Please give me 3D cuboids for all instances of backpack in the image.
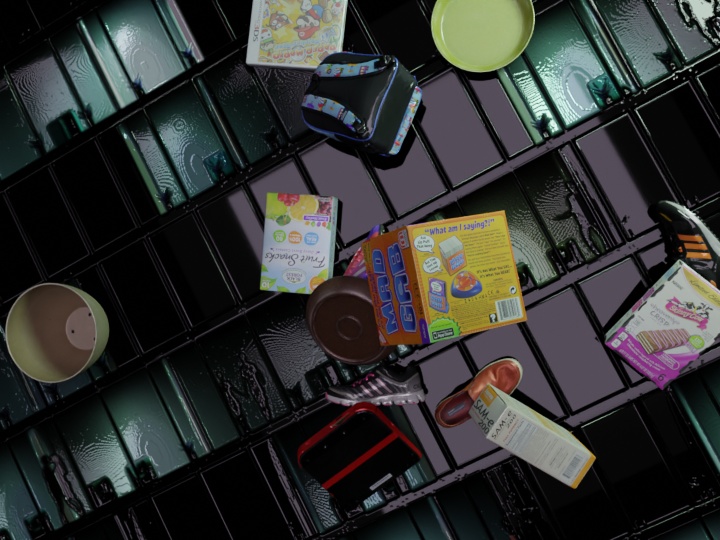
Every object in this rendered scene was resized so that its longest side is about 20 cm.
[{"bbox_3d":[-0.008,-0.329,1.345,0.200,0.135,0.183,20,90,35],"label":"backpack"}]

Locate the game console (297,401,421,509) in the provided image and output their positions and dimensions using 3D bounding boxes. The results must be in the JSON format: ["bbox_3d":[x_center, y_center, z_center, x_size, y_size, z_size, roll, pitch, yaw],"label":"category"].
[{"bbox_3d":[-0.007,0.366,1.361,0.200,0.031,0.177,-39,108,14],"label":"game console"}]

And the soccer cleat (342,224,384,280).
[{"bbox_3d":[0.000,0.000,1.377,0.073,0.068,0.200,15,95,5],"label":"soccer cleat"}]

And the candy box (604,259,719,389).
[{"bbox_3d":[0.569,0.100,1.261,0.136,0.061,0.200,40,111,8],"label":"candy box"}]

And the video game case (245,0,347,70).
[{"bbox_3d":[-0.131,-0.510,1.427,0.200,0.023,0.182,7,91,9],"label":"video game case"}]

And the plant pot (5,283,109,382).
[{"bbox_3d":[-0.609,0.126,1.441,0.200,0.134,0.201,0,89,10],"label":"plant pot"}]

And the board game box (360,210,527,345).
[{"bbox_3d":[0.145,0.018,1.249,0.200,0.200,0.200,-10,87,-23],"label":"board game box"}]

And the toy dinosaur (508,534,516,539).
[{"bbox_3d":[0.238,0.642,1.347,0.181,0.105,0.200,-16,49,21],"label":"toy dinosaur"}]

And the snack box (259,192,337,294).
[{"bbox_3d":[-0.125,-0.055,1.405,0.142,0.053,0.200,5,90,10],"label":"snack box"}]

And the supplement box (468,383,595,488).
[{"bbox_3d":[0.312,0.303,1.267,0.200,0.126,0.074,31,95,-9],"label":"supplement box"}]

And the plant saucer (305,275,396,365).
[{"bbox_3d":[-0.019,0.108,1.355,0.200,0.034,0.200,7,116,15],"label":"plant saucer"}]

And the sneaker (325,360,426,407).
[{"bbox_3d":[0.029,0.223,1.369,0.200,0.074,0.088,-4,86,6],"label":"sneaker"}]

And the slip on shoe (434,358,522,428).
[{"bbox_3d":[0.231,0.243,1.340,0.200,0.061,0.074,-35,82,6],"label":"slip on shoe"}]

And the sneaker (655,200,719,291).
[{"bbox_3d":[0.608,-0.038,1.276,0.090,0.070,0.200,-43,85,3],"label":"sneaker"}]

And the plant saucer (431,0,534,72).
[{"bbox_3d":[0.241,-0.488,1.362,0.200,0.031,0.200,0,89,10],"label":"plant saucer"}]
